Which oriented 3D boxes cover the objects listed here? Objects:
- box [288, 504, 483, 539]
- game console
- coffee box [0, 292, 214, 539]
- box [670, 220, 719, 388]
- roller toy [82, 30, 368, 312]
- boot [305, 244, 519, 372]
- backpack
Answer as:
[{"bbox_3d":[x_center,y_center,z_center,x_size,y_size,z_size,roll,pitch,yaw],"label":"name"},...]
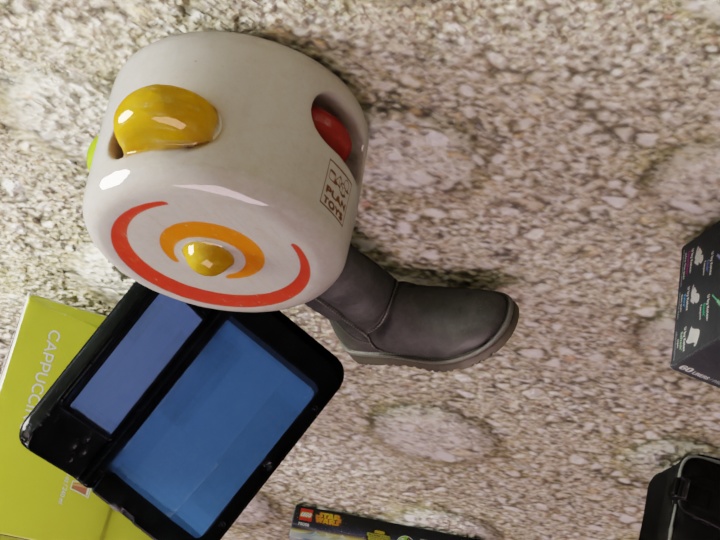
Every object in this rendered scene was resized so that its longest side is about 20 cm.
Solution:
[{"bbox_3d":[0.023,0.302,2.032,0.200,0.040,0.137,11,150,1],"label":"box"},{"bbox_3d":[-0.130,0.098,1.473,0.116,0.200,0.176,35,173,22],"label":"game console"},{"bbox_3d":[-0.211,0.144,1.615,0.200,0.200,0.198,18,173,-9],"label":"coffee box"},{"bbox_3d":[0.318,0.009,1.335,0.122,0.106,0.200,21,149,-17],"label":"box"},{"bbox_3d":[-0.090,-0.060,1.325,0.182,0.140,0.200,18,150,-12],"label":"roller toy"},{"bbox_3d":[0.000,0.002,1.490,0.182,0.073,0.200,-10,138,33],"label":"boot"},{"bbox_3d":[0.339,0.274,1.724,0.200,0.178,0.151,17,152,-5],"label":"backpack"}]
